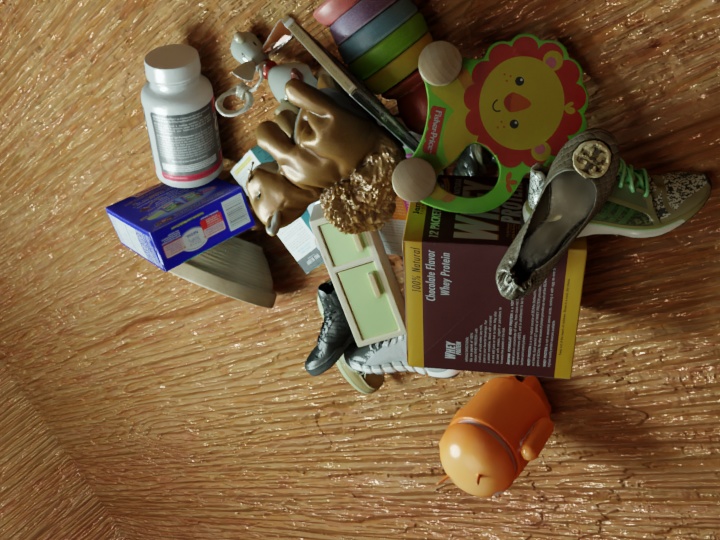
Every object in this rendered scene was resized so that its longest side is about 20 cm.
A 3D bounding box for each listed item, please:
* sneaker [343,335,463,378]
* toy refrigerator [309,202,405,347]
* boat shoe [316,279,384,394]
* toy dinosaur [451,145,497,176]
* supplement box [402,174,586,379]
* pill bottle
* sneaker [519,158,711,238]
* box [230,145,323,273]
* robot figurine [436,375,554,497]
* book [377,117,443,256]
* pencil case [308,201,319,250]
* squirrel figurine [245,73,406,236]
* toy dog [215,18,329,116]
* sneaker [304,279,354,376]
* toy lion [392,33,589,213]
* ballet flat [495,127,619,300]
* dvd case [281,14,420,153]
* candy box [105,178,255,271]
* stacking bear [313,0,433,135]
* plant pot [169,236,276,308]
[{"bbox_3d":[0.062,0.092,1.372,0.198,0.075,0.117,1,116,23],"label":"sneaker"},{"bbox_3d":[0.000,0.000,1.265,0.075,0.070,0.202,-15,113,11],"label":"toy refrigerator"},{"bbox_3d":[-0.005,0.108,1.462,0.063,0.073,0.203,-2,112,50],"label":"boat shoe"},{"bbox_3d":[0.150,-0.126,1.120,0.088,0.047,0.202,37,139,27],"label":"toy dinosaur"},{"bbox_3d":[0.156,0.006,1.083,0.197,0.134,0.199,3,130,9],"label":"supplement box"},{"bbox_3d":[-0.276,-0.238,1.411,0.110,0.111,0.202,26,137,29],"label":"pill bottle"},{"bbox_3d":[0.262,-0.086,0.947,0.197,0.077,0.089,-8,133,8],"label":"sneaker"},{"bbox_3d":[-0.110,-0.099,1.407,0.201,0.049,0.082,53,144,-4],"label":"box"},{"bbox_3d":[0.184,0.227,1.257,0.143,0.200,0.118,30,139,23],"label":"robot figurine"},{"bbox_3d":[0.058,-0.106,1.233,0.133,0.048,0.202,12,131,39],"label":"book"},{"bbox_3d":[-0.048,-0.123,1.295,0.090,0.083,0.202,12,129,39],"label":"pencil case"},{"bbox_3d":[-0.045,-0.114,1.125,0.199,0.142,0.187,35,110,-3],"label":"squirrel figurine"},{"bbox_3d":[-0.114,-0.267,1.218,0.198,0.133,0.096,18,163,24],"label":"toy dog"},{"bbox_3d":[-0.036,0.059,1.385,0.104,0.200,0.060,44,-172,-20],"label":"sneaker"},{"bbox_3d":[0.145,-0.156,0.990,0.189,0.069,0.203,14,96,4],"label":"toy lion"},{"bbox_3d":[0.195,-0.051,0.923,0.067,0.046,0.201,33,116,4],"label":"ballet flat"},{"bbox_3d":[-0.006,-0.218,1.087,0.148,0.016,0.200,34,-166,-44],"label":"dvd case"},{"bbox_3d":[-0.292,-0.087,1.474,0.199,0.168,0.078,25,137,52],"label":"candy box"},{"bbox_3d":[0.045,-0.250,1.075,0.201,0.114,0.121,53,144,-11],"label":"stacking bear"},{"bbox_3d":[-0.224,-0.013,1.533,0.199,0.094,0.201,21,179,0],"label":"plant pot"}]
